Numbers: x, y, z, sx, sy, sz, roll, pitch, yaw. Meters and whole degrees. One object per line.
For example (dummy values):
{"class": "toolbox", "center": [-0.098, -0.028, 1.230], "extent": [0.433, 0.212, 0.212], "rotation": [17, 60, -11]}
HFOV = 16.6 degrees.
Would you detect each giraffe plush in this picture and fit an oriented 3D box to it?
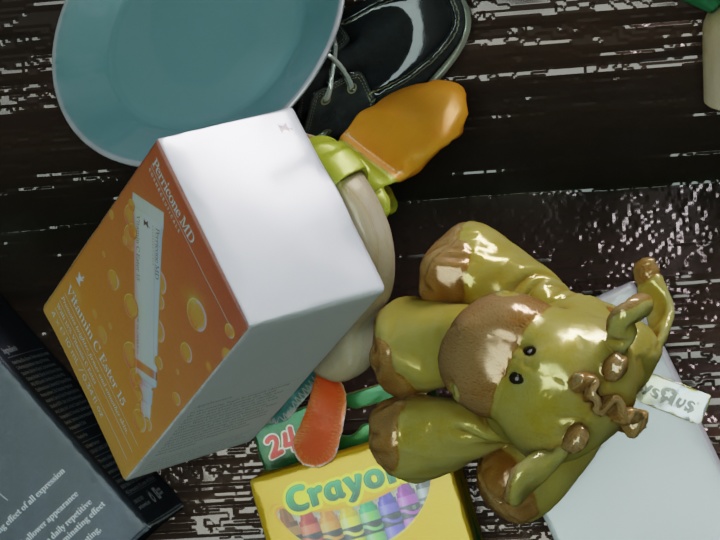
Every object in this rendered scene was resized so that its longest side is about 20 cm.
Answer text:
{"class": "giraffe plush", "center": [0.098, 0.062, 1.364], "extent": [0.198, 0.162, 0.174], "rotation": [3, 92, 6]}

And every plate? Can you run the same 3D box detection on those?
{"class": "plate", "center": [-0.096, -0.147, 1.501], "extent": [0.199, 0.026, 0.202], "rotation": [-11, 62, 21]}

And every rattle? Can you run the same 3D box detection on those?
{"class": "rattle", "center": [0.000, 0.000, 1.504], "extent": [0.129, 0.143, 0.202], "rotation": [2, 113, 31]}

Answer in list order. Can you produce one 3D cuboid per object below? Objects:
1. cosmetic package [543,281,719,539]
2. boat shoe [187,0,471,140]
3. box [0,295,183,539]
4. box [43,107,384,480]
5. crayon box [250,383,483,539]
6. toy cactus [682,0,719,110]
{"class": "cosmetic package", "center": [0.159, 0.119, 1.484], "extent": [0.112, 0.081, 0.201], "rotation": [-24, 90, 8]}
{"class": "boat shoe", "center": [-0.021, -0.113, 1.506], "extent": [0.199, 0.068, 0.072], "rotation": [-29, 86, 6]}
{"class": "box", "center": [-0.235, 0.126, 1.519], "extent": [0.148, 0.107, 0.200], "rotation": [-42, 87, 7]}
{"class": "box", "center": [-0.090, 0.016, 1.435], "extent": [0.097, 0.200, 0.125], "rotation": [-15, 69, -35]}
{"class": "crayon box", "center": [0.011, 0.175, 1.518], "extent": [0.126, 0.051, 0.202], "rotation": [-18, 89, 8]}
{"class": "toy cactus", "center": [0.236, -0.174, 1.456], "extent": [0.198, 0.102, 0.166], "rotation": [-2, 113, -18]}
